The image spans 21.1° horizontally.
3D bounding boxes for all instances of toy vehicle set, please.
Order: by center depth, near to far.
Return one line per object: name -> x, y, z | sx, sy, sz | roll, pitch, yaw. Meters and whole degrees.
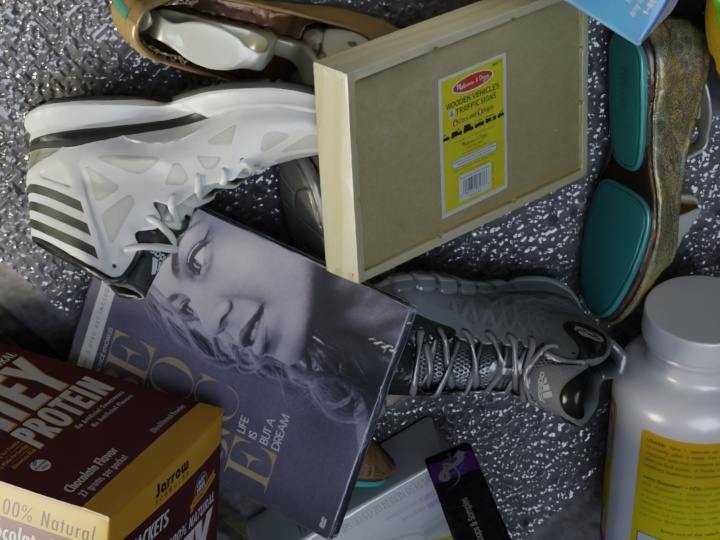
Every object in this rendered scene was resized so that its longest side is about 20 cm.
toy vehicle set -> 0.057, -0.084, 1.107 | 0.199, 0.026, 0.125 | -25, 124, -38

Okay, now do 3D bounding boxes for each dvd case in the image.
dvd case -> -0.077, 0.049, 1.136 | 0.199, 0.016, 0.149 | 25, 106, 20

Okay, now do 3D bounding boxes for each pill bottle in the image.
pill bottle -> 0.209, 0.106, 1.232 | 0.104, 0.104, 0.201 | -5, 125, -7

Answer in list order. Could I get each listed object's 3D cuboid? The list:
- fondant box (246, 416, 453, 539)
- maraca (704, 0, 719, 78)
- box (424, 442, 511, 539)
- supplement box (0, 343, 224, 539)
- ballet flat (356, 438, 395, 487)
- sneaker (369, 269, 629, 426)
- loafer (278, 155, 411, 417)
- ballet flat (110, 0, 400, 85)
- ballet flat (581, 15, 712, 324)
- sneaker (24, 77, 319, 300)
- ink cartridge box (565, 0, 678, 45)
fondant box -> 0.036, 0.216, 1.294 | 0.144, 0.058, 0.200 | -30, 118, 5
maraca -> 0.249, -0.153, 1.123 | 0.200, 0.137, 0.107 | 51, 143, -15
box -> 0.092, 0.214, 1.160 | 0.036, 0.200, 0.144 | -22, 117, -1
supplement box -> -0.198, 0.171, 1.141 | 0.196, 0.133, 0.201 | 15, 118, 20
ballet flat -> -0.072, 0.088, 1.210 | 0.199, 0.068, 0.073 | 8, 102, -3
sneaker -> 0.078, 0.052, 1.148 | 0.199, 0.115, 0.075 | -8, 119, -32
loafer -> 0.000, 0.000, 1.184 | 0.063, 0.072, 0.201 | -25, 125, -16
ballet flat -> -0.047, -0.121, 1.111 | 0.199, 0.063, 0.069 | 12, 112, -16
ballet flat -> 0.181, -0.060, 1.185 | 0.070, 0.071, 0.201 | -2, 116, -9
sneaker -> -0.094, -0.040, 1.093 | 0.199, 0.076, 0.116 | -4, 77, 13
ink cartridge box -> 0.104, -0.236, 0.998 | 0.199, 0.146, 0.147 | 32, 109, 6
